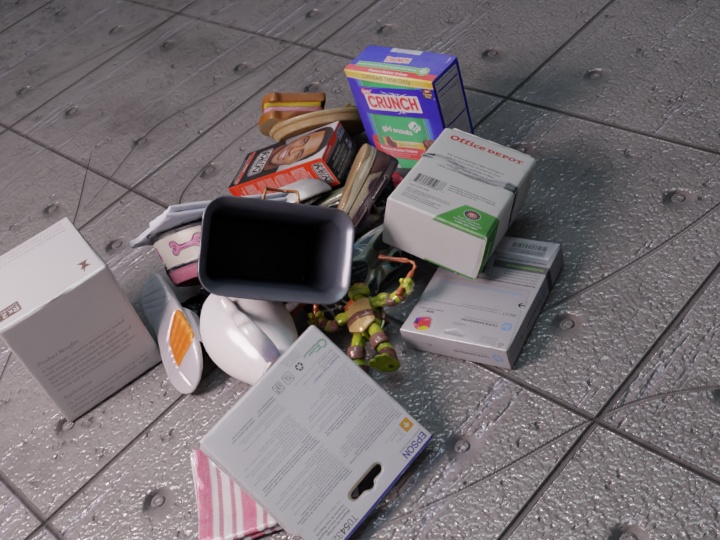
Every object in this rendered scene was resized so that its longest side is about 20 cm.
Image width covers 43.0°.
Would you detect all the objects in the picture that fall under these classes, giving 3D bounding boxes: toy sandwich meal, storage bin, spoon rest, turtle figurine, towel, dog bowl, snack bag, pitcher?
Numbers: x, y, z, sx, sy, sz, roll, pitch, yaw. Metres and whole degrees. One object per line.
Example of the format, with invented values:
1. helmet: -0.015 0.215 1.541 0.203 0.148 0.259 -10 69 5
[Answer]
1. toy sandwich meal: -0.075 -0.264 1.555 0.205 0.205 0.070 -12 86 9
2. storage bin: -0.126 -0.036 1.211 0.200 0.146 0.134 5 0 -21
3. spoon rest: -0.129 -0.101 1.451 0.200 0.061 0.099 -12 11 40
4. turtle figurine: -0.003 0.077 1.226 0.200 0.064 0.162 -22 49 17
5. towel: -0.108 0.249 1.115 0.200 0.030 0.146 -20 42 0
6. dog bowl: -0.202 -0.030 1.353 0.200 0.200 0.074 -15 85 6
7. snack bag: -0.224 -0.075 1.334 0.188 0.021 0.200 -12 -5 -30
8. pitcher: -0.143 0.084 1.200 0.121 0.172 0.200 -37 44 -11

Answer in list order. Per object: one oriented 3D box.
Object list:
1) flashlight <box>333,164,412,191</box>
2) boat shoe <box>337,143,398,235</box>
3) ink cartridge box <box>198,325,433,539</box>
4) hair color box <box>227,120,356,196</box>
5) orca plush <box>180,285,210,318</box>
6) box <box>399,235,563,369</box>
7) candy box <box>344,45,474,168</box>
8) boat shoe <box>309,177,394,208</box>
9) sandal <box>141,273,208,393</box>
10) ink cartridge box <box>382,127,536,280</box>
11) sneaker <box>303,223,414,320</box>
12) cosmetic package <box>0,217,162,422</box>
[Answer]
1. flashlight: 0.051 -0.135 1.446 0.200 0.068 0.068 4 87 29
2. boat shoe: -0.002 -0.088 1.340 0.065 0.200 0.072 19 28 -5
3. ink cartridge box: -0.051 0.200 1.070 0.200 0.043 0.196 43 67 5
4. hair color box: -0.113 -0.169 1.508 0.200 0.061 0.102 -14 38 32
5. orca plush: -0.223 0.038 1.358 0.200 0.071 0.105 0 45 22
6. box: 0.167 0.033 1.232 0.156 0.041 0.200 9 48 31
7. candy box: 0.085 -0.246 1.445 0.169 0.200 0.077 17 53 36
8. boat shoe: -0.025 -0.095 1.425 0.199 0.066 0.075 -26 14 27
9. sandal: -0.254 0.083 1.313 0.079 0.059 0.207 -51 51 27
10. ink cartridge box: 0.139 -0.098 1.266 0.146 0.083 0.200 24 46 17
11. sneaker: 0.000 0.000 1.325 0.200 0.078 0.086 -37 13 -6
12. cosmetic package: -0.418 0.068 1.304 0.165 0.200 0.165 -34 43 -17
